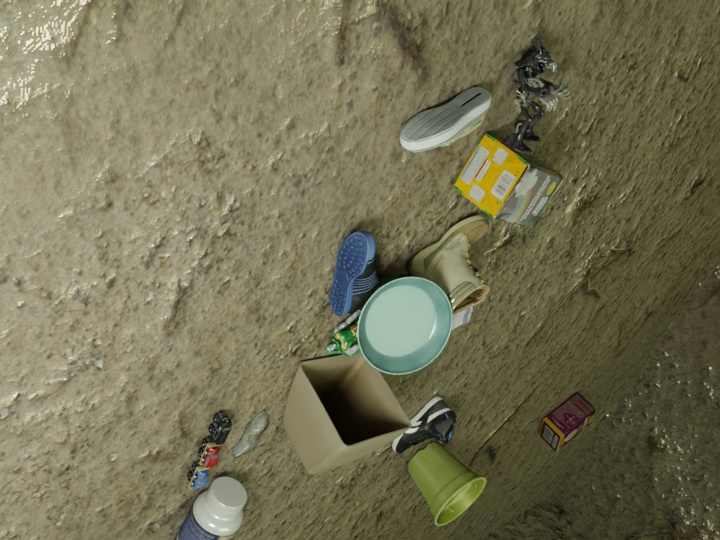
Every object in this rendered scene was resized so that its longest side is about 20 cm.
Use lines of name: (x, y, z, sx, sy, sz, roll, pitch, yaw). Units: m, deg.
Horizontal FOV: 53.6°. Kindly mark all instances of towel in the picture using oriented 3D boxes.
towel: (0.168, 0.138, 1.627, 0.199, 0.024, 0.147, -29, 162, -5)

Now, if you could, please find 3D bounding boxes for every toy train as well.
toy train: (-0.297, 0.363, 1.408, 0.034, 0.046, 0.201, -2, 128, -46)

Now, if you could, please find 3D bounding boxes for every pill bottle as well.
pill bottle: (-0.316, 0.540, 1.520, 0.110, 0.111, 0.201, 1, 126, -47)

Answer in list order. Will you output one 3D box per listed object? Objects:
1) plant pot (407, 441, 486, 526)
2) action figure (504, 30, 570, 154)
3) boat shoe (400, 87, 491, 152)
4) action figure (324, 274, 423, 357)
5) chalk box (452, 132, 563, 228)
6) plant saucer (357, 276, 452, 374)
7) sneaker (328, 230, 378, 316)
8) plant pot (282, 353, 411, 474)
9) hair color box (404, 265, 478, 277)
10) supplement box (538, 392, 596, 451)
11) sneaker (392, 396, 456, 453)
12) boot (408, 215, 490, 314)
plant pot: (0.246, 0.629, 2.158, 0.199, 0.184, 0.202, -27, 142, -23)
action figure: (0.321, -0.319, 1.282, 0.119, 0.101, 0.202, -38, 143, -42)
boat shoe: (0.150, -0.243, 1.214, 0.199, 0.072, 0.062, -32, 143, -24)
action figure: (0.013, 0.110, 1.433, 0.199, 0.119, 0.055, -35, 161, 4)
chalk box: (0.304, -0.172, 1.411, 0.199, 0.124, 0.125, 6, 121, -51)
plant saucer: (0.082, 0.103, 1.386, 0.198, 0.036, 0.203, -6, 109, -16)
sneaker: (0.000, 0.000, 1.324, 0.077, 0.070, 0.201, -20, 146, -37)
plant pot: (-0.050, 0.314, 1.507, 0.199, 0.201, 0.178, -4, 141, -44)
hair color box: (0.158, 0.047, 1.546, 0.199, 0.061, 0.101, -20, 140, -34)
supplement box: (0.812, 0.596, 2.807, 0.199, 0.103, 0.132, -32, 144, -20)
sneaker: (0.182, 0.455, 1.965, 0.200, 0.112, 0.073, -49, 146, 7)
boot: (0.217, -0.013, 1.458, 0.199, 0.155, 0.072, -35, 146, -13)
